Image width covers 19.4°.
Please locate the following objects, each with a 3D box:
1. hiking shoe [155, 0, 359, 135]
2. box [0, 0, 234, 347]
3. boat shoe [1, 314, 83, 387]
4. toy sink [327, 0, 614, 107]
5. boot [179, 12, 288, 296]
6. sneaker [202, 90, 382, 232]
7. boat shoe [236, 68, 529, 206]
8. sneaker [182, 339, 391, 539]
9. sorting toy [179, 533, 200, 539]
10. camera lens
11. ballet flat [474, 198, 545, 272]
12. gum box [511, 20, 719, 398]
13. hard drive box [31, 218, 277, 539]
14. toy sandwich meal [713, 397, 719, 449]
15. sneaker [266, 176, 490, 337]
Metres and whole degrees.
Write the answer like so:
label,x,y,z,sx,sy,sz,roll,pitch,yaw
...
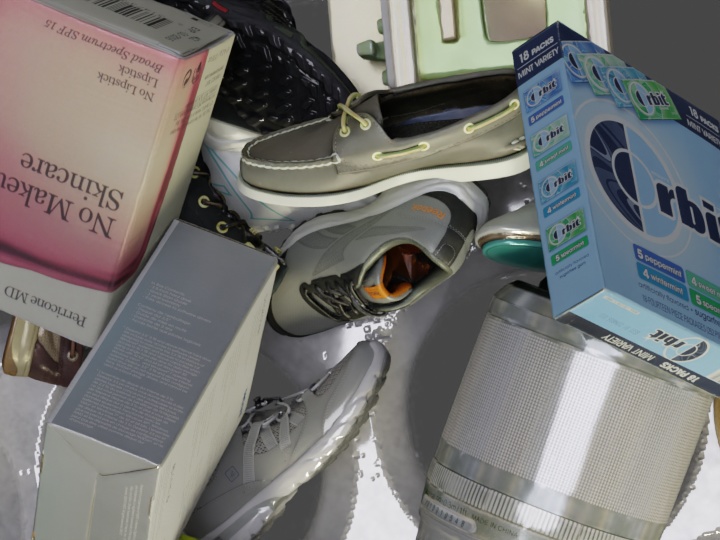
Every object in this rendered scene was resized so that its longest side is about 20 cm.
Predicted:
label,x,y,z,sx,sy,sz,roll,pitch,yaw
hiking shoe,-0.064,-0.158,1.451,0.200,0.101,0.076,37,124,15
box,-0.178,-0.074,1.327,0.127,0.109,0.201,22,109,8
boat shoe,-0.195,-0.014,1.494,0.072,0.072,0.201,17,89,-6
toy sink,0.070,-0.174,1.430,0.199,0.112,0.131,-5,87,9
boot,-0.103,-0.055,1.416,0.154,0.074,0.204,35,107,-4
sneaker,-0.048,-0.061,1.475,0.200,0.070,0.080,22,114,6
boat shoe,0.016,-0.089,1.355,0.201,0.072,0.060,-9,128,1
sneaker,-0.061,0.116,1.458,0.082,0.075,0.200,44,95,6
sorting toy,-0.142,0.233,1.435,0.180,0.200,0.107,23,48,15
camera lens,0.135,0.115,1.384,0.159,0.160,0.201,21,91,9
ballet flat,0.164,-0.023,1.405,0.199,0.069,0.070,13,90,-25
gum box,0.177,-0.036,1.316,0.045,0.170,0.201,-33,48,34
hard drive box,-0.131,0.093,1.334,0.077,0.200,0.156,21,133,7
toy sandwich meal,0.338,0.094,1.404,0.204,0.070,0.206,1,92,20
sneaker,0.000,0.000,1.416,0.074,0.079,0.200,39,135,-22
